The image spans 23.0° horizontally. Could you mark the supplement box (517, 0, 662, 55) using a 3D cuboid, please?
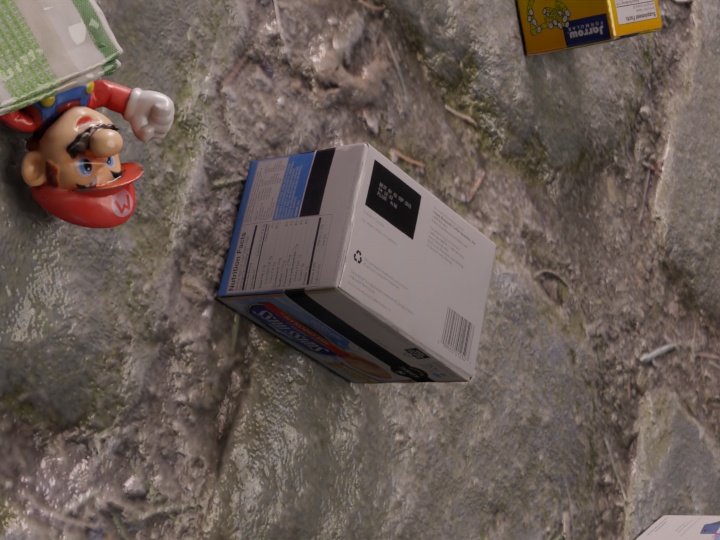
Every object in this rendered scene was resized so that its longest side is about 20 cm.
[{"bbox_3d":[0.227,-0.335,1.846,0.109,0.109,0.200,-18,99,-52],"label":"supplement box"}]

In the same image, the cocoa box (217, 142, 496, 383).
[{"bbox_3d":[0.000,0.000,1.484,0.200,0.131,0.134,35,59,-45],"label":"cocoa box"}]

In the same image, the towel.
[{"bbox_3d":[-0.273,-0.165,1.166,0.200,0.031,0.149,-28,89,-33],"label":"towel"}]

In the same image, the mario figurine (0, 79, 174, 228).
[{"bbox_3d":[-0.203,-0.126,1.249,0.106,0.123,0.200,-118,-173,-81],"label":"mario figurine"}]

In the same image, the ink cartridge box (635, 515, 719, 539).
[{"bbox_3d":[0.414,0.347,1.922,0.087,0.200,0.146,-24,104,-51],"label":"ink cartridge box"}]
